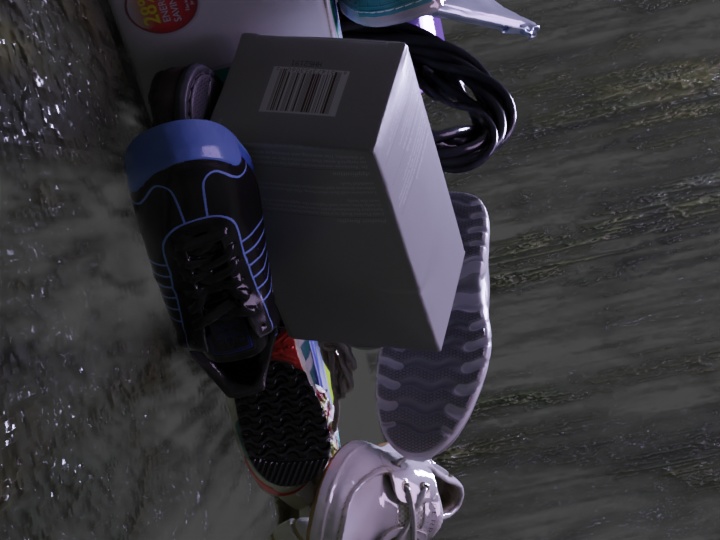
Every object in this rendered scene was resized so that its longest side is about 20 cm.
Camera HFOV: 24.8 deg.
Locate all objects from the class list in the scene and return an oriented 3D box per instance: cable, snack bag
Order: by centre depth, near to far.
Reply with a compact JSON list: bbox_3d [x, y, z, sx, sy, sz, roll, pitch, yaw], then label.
[{"bbox_3d":[0.023,-0.141,1.171,0.200,0.163,0.051,50,-58,33],"label":"cable"},{"bbox_3d":[0.019,-0.240,1.272,0.200,0.188,0.021,43,-62,41],"label":"snack bag"}]

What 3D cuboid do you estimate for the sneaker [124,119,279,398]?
[{"bbox_3d":[-0.078,-0.002,0.889,0.200,0.070,0.078,76,-4,-61],"label":"sneaker"}]

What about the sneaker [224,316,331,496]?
[{"bbox_3d":[-0.067,0.056,1.091,0.093,0.070,0.200,115,-35,-67],"label":"sneaker"}]

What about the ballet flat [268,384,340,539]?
[{"bbox_3d":[-0.042,0.169,1.164,0.064,0.076,0.200,22,45,-49],"label":"ballet flat"}]

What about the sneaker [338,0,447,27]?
[{"bbox_3d":[0.005,-0.224,1.045,0.200,0.071,0.080,-109,180,-55],"label":"sneaker"}]

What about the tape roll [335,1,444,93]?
[{"bbox_3d":[-0.029,-0.177,1.357,0.200,0.199,0.085,-89,167,-80],"label":"tape roll"}]

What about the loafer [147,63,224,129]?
[{"bbox_3d":[-0.096,-0.045,0.970,0.200,0.063,0.072,68,31,-53],"label":"loafer"}]

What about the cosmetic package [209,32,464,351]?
[{"bbox_3d":[-0.009,-0.040,0.967,0.200,0.106,0.090,70,30,-54],"label":"cosmetic package"}]

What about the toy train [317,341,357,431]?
[{"bbox_3d":[0.000,0.000,1.160,0.116,0.084,0.201,-31,123,-54],"label":"toy train"}]

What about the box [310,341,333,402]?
[{"bbox_3d":[-0.055,0.066,1.376,0.200,0.048,0.122,-91,168,-78],"label":"box"}]

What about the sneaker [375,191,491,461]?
[{"bbox_3d":[0.062,0.047,1.140,0.082,0.074,0.200,73,27,-56],"label":"sneaker"}]

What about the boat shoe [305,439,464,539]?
[{"bbox_3d":[0.024,0.154,1.100,0.200,0.069,0.071,-9,115,-69],"label":"boat shoe"}]

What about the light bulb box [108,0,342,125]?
[{"bbox_3d":[-0.083,-0.189,1.018,0.198,0.124,0.200,76,2,-51],"label":"light bulb box"}]
